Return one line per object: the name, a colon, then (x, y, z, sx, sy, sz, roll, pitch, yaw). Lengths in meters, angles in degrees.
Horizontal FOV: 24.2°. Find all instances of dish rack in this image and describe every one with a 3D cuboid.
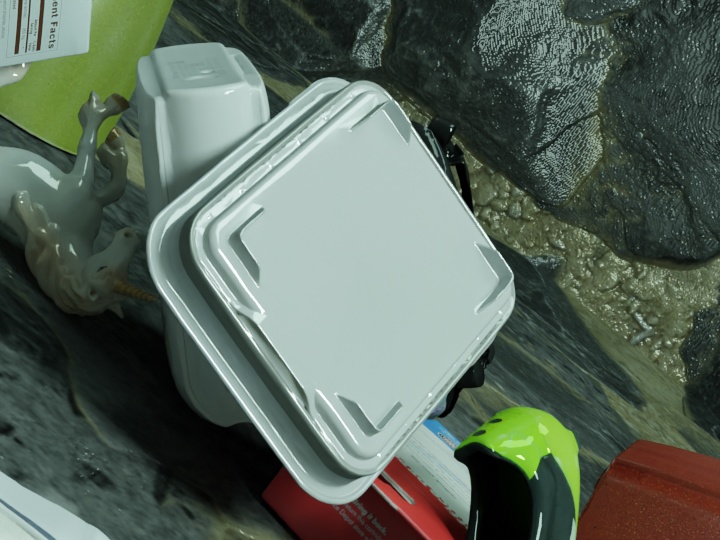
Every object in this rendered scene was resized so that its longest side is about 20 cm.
dish rack: (0.000, 0.000, 0.843, 0.172, 0.043, 0.200, 56, 45, -11)

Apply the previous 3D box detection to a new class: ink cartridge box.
ink cartridge box: (0.026, 0.139, 0.924, 0.116, 0.067, 0.200, 43, 10, 23)

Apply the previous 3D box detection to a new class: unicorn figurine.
unicorn figurine: (-0.183, -0.051, 0.962, 0.200, 0.138, 0.074, 18, -31, 4)

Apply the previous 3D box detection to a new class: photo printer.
photo printer: (-0.083, -0.018, 0.947, 0.069, 0.201, 0.166, -7, 17, -8)

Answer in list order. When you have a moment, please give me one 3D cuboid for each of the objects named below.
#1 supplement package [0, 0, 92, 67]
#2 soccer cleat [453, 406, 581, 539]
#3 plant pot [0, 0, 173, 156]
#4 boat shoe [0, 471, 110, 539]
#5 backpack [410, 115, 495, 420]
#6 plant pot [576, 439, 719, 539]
supplement package: (-0.275, -0.213, 0.931, 0.200, 0.147, 0.191, -15, 44, -32)
soccer cleat: (0.084, 0.169, 0.831, 0.081, 0.067, 0.201, -13, 92, -50)
plant pot: (-0.218, -0.223, 1.282, 0.187, 0.200, 0.187, 37, 9, -7)
boat shoe: (-0.144, 0.094, 0.544, 0.200, 0.071, 0.070, 43, 37, 4)
backpack: (0.009, 0.019, 1.029, 0.200, 0.126, 0.167, 96, -7, -64)
plant pot: (0.189, 0.200, 0.931, 0.176, 0.200, 0.200, 30, 7, 13)
